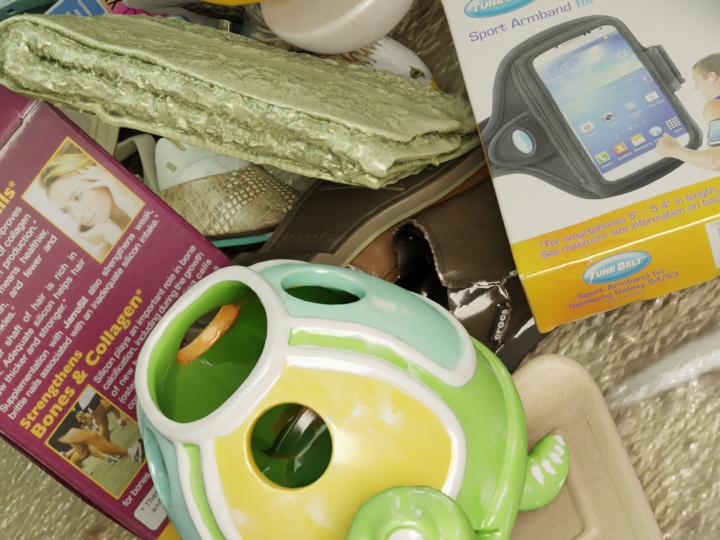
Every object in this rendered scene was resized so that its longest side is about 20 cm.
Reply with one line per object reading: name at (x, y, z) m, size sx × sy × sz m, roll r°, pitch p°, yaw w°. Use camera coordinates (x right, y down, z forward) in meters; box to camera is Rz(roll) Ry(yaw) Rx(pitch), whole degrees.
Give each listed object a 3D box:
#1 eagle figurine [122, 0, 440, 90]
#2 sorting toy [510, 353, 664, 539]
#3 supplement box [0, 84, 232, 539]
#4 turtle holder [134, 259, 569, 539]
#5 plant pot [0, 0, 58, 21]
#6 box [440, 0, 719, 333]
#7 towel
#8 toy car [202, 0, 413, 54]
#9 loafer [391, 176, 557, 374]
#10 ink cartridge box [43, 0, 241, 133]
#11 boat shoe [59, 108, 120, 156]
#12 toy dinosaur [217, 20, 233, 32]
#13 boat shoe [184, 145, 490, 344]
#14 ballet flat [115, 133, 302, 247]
eagle figurine at (-0.005, -0.145, 1.203) m, size 0.200 × 0.151 × 0.152 m, roll -54°, pitch 33°, yaw 2°
sorting toy at (0.043, 0.149, 0.906) m, size 0.185 × 0.036 × 0.200 m, roll -40°, pitch 35°, yaw 15°
supplement box at (-0.137, 0.021, 1.116) m, size 0.131 × 0.200 × 0.103 m, roll -53°, pitch 31°, yaw -10°
turtle holder at (-0.014, 0.077, 0.889) m, size 0.141 × 0.132 × 0.186 m, roll -32°, pitch 38°, yaw 23°
plant pot at (-0.217, -0.180, 1.488) m, size 0.200 × 0.200 × 0.134 m, roll -38°, pitch 57°, yaw 17°
box at (0.106, -0.075, 0.998) m, size 0.119 × 0.042 × 0.200 m, roll -18°, pitch 49°, yaw 6°
towel at (-0.050, -0.079, 1.042) m, size 0.200 × 0.148 × 0.037 m, roll 16°, pitch 103°, yaw 18°
toy car at (-0.013, -0.210, 1.054) m, size 0.200 × 0.175 × 0.150 m, roll -33°, pitch 42°, yaw 16°
loafer at (0.054, -0.003, 1.023) m, size 0.200 × 0.071 × 0.073 m, roll -51°, pitch 30°, yaw -6°
ink cartridge box at (-0.165, -0.107, 1.376) m, size 0.200 × 0.076 × 0.136 m, roll -36°, pitch 4°, yaw 18°
boat shoe at (-0.177, -0.020, 1.263) m, size 0.074 × 0.066 × 0.201 m, roll 23°, pitch 109°, yaw 53°
toy dinosaur at (-0.037, -0.173, 1.326) m, size 0.058 × 0.200 × 0.101 m, roll 6°, pitch 96°, yaw 26°
boat shoe at (0.000, 0.000, 1.090) m, size 0.200 × 0.068 × 0.072 m, roll -38°, pitch 28°, yaw -30°
ballet flat at (-0.103, -0.041, 1.264) m, size 0.070 × 0.065 × 0.200 m, roll -17°, pitch 7°, yaw -42°
